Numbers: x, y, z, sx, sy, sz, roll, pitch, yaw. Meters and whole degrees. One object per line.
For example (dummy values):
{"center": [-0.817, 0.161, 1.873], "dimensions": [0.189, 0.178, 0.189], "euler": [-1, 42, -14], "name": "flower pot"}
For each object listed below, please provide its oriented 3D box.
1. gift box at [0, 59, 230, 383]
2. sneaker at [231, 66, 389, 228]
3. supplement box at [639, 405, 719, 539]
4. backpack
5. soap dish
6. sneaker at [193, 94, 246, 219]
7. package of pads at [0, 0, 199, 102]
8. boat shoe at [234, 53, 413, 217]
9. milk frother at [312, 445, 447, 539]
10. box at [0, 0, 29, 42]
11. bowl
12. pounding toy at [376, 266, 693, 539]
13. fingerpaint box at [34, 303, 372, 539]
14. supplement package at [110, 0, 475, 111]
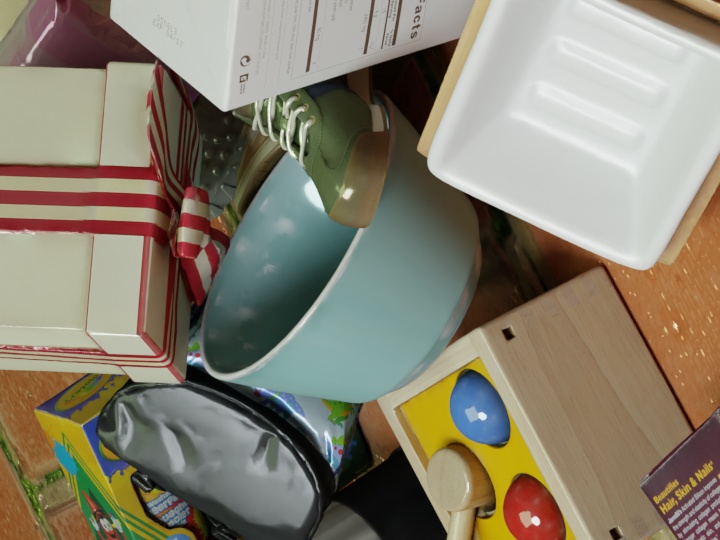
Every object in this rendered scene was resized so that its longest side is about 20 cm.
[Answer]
{"center": [-0.177, -0.042, 1.518], "dimensions": [0.185, 0.186, 0.201], "euler": [57, -143, -82], "name": "gift box"}
{"center": [-0.038, -0.091, 1.476], "dimensions": [0.200, 0.090, 0.067], "euler": [-98, 23, -59], "name": "sneaker"}
{"center": [0.258, 0.160, 1.395], "dimensions": [0.200, 0.086, 0.110], "euler": [56, 150, 14], "name": "supplement box"}
{"center": [-0.061, 0.071, 1.690], "dimensions": [0.163, 0.200, 0.154], "euler": [33, 111, 1], "name": "backpack"}
{"center": [0.130, -0.103, 1.349], "dimensions": [0.157, 0.081, 0.200], "euler": [25, 142, 2], "name": "soap dish"}
{"center": [-0.109, -0.117, 1.730], "dimensions": [0.080, 0.076, 0.200], "euler": [37, 107, 46], "name": "sneaker"}
{"center": [-0.191, -0.104, 1.655], "dimensions": [0.200, 0.120, 0.076], "euler": [-49, 26, 33], "name": "package of pads"}
{"center": [-0.029, -0.113, 1.643], "dimensions": [0.201, 0.073, 0.063], "euler": [-60, 41, 41], "name": "boat shoe"}
{"center": [-0.001, 0.185, 1.726], "dimensions": [0.180, 0.188, 0.200], "euler": [21, 133, 48], "name": "milk frother"}
{"center": [-0.163, -0.220, 1.677], "dimensions": [0.200, 0.078, 0.095], "euler": [-26, 89, 19], "name": "box"}
{"center": [0.000, 0.000, 1.556], "dimensions": [0.105, 0.201, 0.201], "euler": [30, 159, -21], "name": "bowl"}
{"center": [0.095, 0.132, 1.580], "dimensions": [0.184, 0.142, 0.200], "euler": [62, 151, 5], "name": "pounding toy"}
{"center": [-0.108, 0.120, 1.825], "dimensions": [0.073, 0.200, 0.167], "euler": [12, 130, 53], "name": "fingerpaint box"}
{"center": [-0.027, -0.192, 1.456], "dimensions": [0.121, 0.200, 0.120], "euler": [39, 136, 37], "name": "supplement package"}
